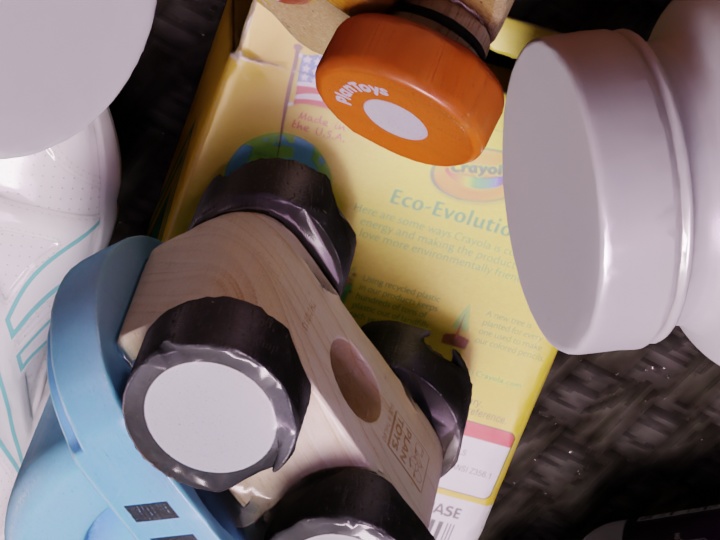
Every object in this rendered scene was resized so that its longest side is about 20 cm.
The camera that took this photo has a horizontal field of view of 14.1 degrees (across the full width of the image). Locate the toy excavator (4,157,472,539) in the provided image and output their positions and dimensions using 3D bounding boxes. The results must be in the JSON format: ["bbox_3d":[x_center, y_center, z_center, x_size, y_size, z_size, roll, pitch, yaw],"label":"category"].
[{"bbox_3d":[-0.059,0.090,0.851,0.200,0.100,0.195,-24,116,24],"label":"toy excavator"}]

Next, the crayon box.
[{"bbox_3d":[0.000,0.000,0.876,0.127,0.051,0.200,16,117,-12],"label":"crayon box"}]

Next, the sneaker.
[{"bbox_3d":[-0.122,0.007,0.853,0.070,0.080,0.201,25,121,31],"label":"sneaker"}]

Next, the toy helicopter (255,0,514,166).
[{"bbox_3d":[-0.047,-0.100,0.753,0.200,0.079,0.132,8,154,43],"label":"toy helicopter"}]

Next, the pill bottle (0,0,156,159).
[{"bbox_3d":[-0.138,-0.083,0.718,0.200,0.111,0.111,17,152,50],"label":"pill bottle"}]

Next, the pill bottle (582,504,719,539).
[{"bbox_3d":[0.142,0.131,0.968,0.199,0.113,0.113,-11,131,11],"label":"pill bottle"}]

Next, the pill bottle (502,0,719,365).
[{"bbox_3d":[0.145,-0.030,0.791,0.199,0.113,0.113,-7,134,-13],"label":"pill bottle"}]
